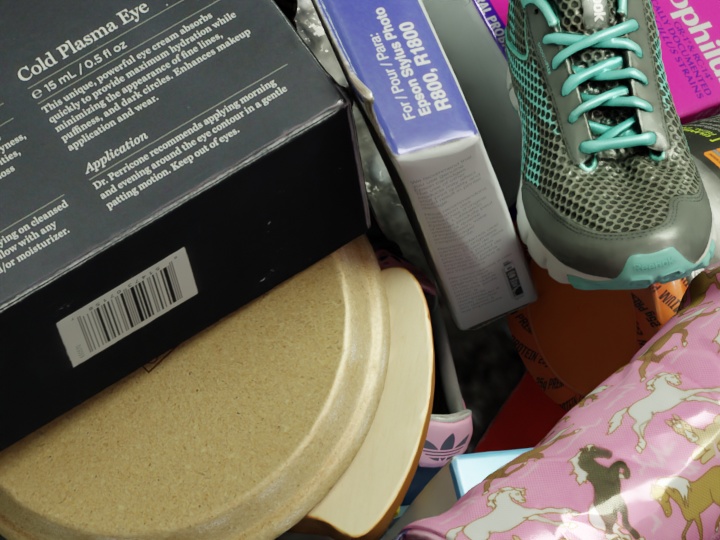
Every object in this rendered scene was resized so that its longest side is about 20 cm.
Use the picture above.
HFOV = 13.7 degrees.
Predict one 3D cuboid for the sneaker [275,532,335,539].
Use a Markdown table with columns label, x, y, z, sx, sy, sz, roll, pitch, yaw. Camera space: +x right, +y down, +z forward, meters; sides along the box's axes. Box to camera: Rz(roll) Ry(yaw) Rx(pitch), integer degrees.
| label | x | y | z | sx | sy | sz | roll | pitch | yaw |
| --- | --- | --- | --- | --- | --- | --- | --- | --- | --- |
| sneaker | -0.017 | 0.168 | 1.124 | 0.075 | 0.115 | 0.200 | 24 | 54 | -17 |

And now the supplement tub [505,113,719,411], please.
| label | x | y | z | sx | sy | sz | roll | pitch | yaw |
| --- | --- | --- | --- | --- | --- | --- | --- | --- | --- |
| supplement tub | 0.164 | -0.007 | 1.267 | 0.200 | 0.123 | 0.123 | -16 | 73 | -36 |

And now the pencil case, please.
| label | x | y | z | sx | sy | sz | roll | pitch | yaw |
| --- | --- | --- | --- | --- | --- | --- | --- | --- | --- |
| pencil case | 0.098 | 0.076 | 1.096 | 0.086 | 0.083 | 0.200 | 35 | 55 | 27 |

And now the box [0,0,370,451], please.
| label | x | y | z | sx | sy | sz | roll | pitch | yaw |
| --- | --- | --- | --- | --- | --- | --- | --- | --- | --- |
| box | -0.128 | -0.055 | 1.119 | 0.200 | 0.104 | 0.182 | -30 | 66 | -10 |

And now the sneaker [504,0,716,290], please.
| label | x | y | z | sx | sy | sz | roll | pitch | yaw |
| --- | --- | --- | --- | --- | --- | --- | --- | --- | --- |
| sneaker | 0.089 | -0.072 | 1.170 | 0.077 | 0.091 | 0.200 | -13 | 39 | -2 |

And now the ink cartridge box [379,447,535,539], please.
| label | x | y | z | sx | sy | sz | roll | pitch | yaw |
| --- | --- | --- | --- | --- | --- | --- | --- | --- | --- |
| ink cartridge box | 0.122 | 0.144 | 1.193 | 0.199 | 0.125 | 0.129 | -5 | 65 | -21 |

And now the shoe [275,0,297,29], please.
| label | x | y | z | sx | sy | sz | roll | pitch | yaw |
| --- | --- | --- | --- | --- | --- | --- | --- | --- | --- |
| shoe | -0.063 | -0.127 | 1.267 | 0.072 | 0.091 | 0.200 | 61 | 39 | -47 |

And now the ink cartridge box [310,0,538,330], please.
| label | x | y | z | sx | sy | sz | roll | pitch | yaw |
| --- | --- | --- | --- | --- | --- | --- | --- | --- | --- |
| ink cartridge box | 0.004 | -0.101 | 1.174 | 0.041 | 0.200 | 0.200 | -24 | 62 | 1 |

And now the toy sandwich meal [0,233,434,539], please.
| label | x | y | z | sx | sy | sz | roll | pitch | yaw |
| --- | --- | --- | --- | --- | --- | --- | --- | --- | --- |
| toy sandwich meal | -0.068 | 0.038 | 1.174 | 0.204 | 0.070 | 0.206 | -5 | 66 | 11 |

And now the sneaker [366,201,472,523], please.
| label | x | y | z | sx | sy | sz | roll | pitch | yaw |
| --- | --- | --- | --- | --- | --- | --- | --- | --- | --- |
| sneaker | 0.000 | 0.000 | 1.250 | 0.070 | 0.082 | 0.200 | -10 | 69 | -33 |

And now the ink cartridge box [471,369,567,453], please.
| label | x | y | z | sx | sy | sz | roll | pitch | yaw |
| --- | --- | --- | --- | --- | --- | --- | --- | --- | --- |
| ink cartridge box | 0.163 | 0.086 | 1.321 | 0.200 | 0.045 | 0.176 | 39 | 50 | -5 |

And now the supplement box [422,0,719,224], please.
| label | x | y | z | sx | sy | sz | roll | pitch | yaw |
| --- | --- | --- | --- | --- | --- | --- | --- | --- | --- |
| supplement box | 0.114 | -0.094 | 1.358 | 0.200 | 0.103 | 0.101 | -21 | 74 | -38 |
